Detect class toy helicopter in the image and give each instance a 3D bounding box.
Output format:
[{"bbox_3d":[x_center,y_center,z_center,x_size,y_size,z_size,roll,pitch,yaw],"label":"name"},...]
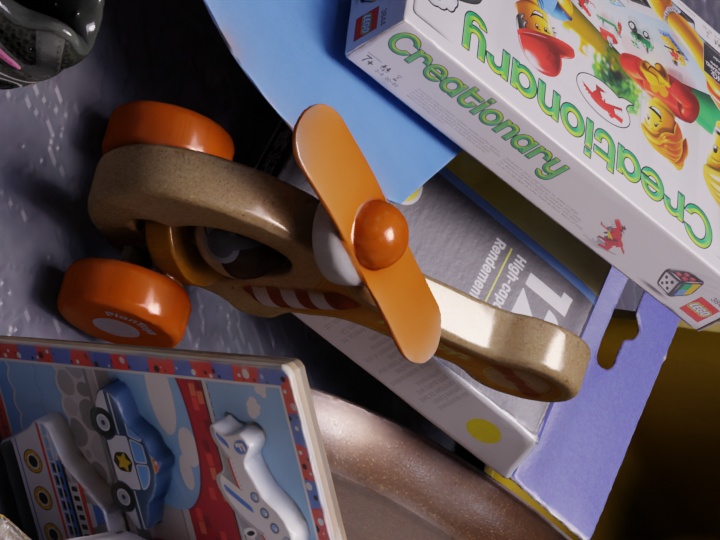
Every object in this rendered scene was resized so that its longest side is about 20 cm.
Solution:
[{"bbox_3d":[0.000,0.000,1.018,0.199,0.132,0.079,23,69,-22],"label":"toy helicopter"}]

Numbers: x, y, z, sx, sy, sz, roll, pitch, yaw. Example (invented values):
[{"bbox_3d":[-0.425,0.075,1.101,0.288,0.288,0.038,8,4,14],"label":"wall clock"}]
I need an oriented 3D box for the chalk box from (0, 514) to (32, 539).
[{"bbox_3d":[-0.149,0.164,0.772,0.124,0.123,0.201,47,66,-45],"label":"chalk box"}]

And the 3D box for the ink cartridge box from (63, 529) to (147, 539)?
[{"bbox_3d":[-0.068,0.203,0.909,0.084,0.145,0.201,-4,111,-55],"label":"ink cartridge box"}]

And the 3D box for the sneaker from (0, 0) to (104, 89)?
[{"bbox_3d":[-0.136,-0.146,0.915,0.080,0.086,0.201,-54,129,-41],"label":"sneaker"}]

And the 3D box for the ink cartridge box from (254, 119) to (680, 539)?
[{"bbox_3d":[0.062,-0.029,1.161,0.200,0.047,0.198,37,55,-16],"label":"ink cartridge box"}]

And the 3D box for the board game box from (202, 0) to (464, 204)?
[{"bbox_3d":[-0.012,-0.108,1.089,0.158,0.039,0.200,57,36,-6],"label":"board game box"}]

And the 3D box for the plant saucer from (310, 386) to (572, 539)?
[{"bbox_3d":[0.012,0.105,1.056,0.200,0.200,0.032,6,117,-54],"label":"plant saucer"}]

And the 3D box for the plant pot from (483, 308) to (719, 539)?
[{"bbox_3d":[0.163,0.150,1.245,0.177,0.199,0.201,55,46,-58],"label":"plant pot"}]

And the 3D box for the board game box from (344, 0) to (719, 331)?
[{"bbox_3d":[0.079,-0.080,1.113,0.200,0.035,0.127,36,43,-31],"label":"board game box"}]

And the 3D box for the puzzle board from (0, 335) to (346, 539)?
[{"bbox_3d":[-0.056,0.120,0.968,0.017,0.150,0.201,-29,113,-44],"label":"puzzle board"}]
